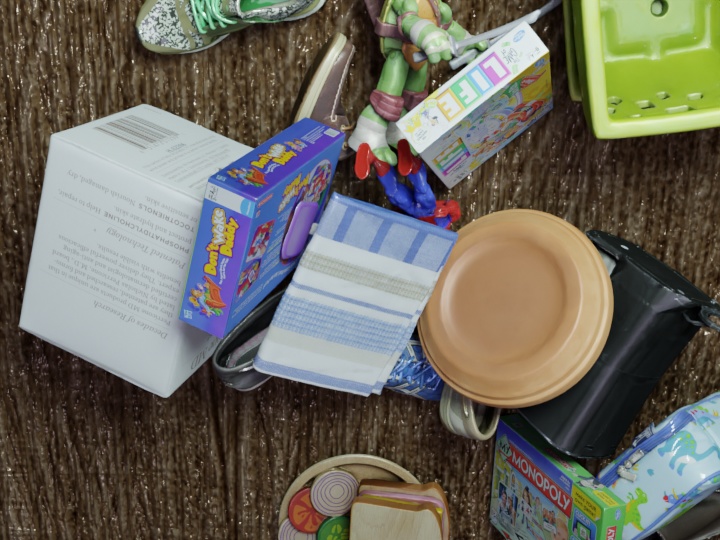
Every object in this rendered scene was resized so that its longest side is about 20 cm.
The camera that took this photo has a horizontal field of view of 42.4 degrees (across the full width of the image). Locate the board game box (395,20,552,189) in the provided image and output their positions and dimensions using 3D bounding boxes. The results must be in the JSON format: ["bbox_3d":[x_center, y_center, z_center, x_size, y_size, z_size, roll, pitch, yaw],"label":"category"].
[{"bbox_3d":[0.112,-0.143,0.851,0.134,0.200,0.034,-38,80,9],"label":"board game box"}]

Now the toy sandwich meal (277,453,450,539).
[{"bbox_3d":[0.003,0.305,1.064,0.203,0.070,0.207,0,107,1],"label":"toy sandwich meal"}]

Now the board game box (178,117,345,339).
[{"bbox_3d":[-0.084,-0.045,0.828,0.045,0.200,0.135,23,118,10],"label":"board game box"}]

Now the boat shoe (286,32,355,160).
[{"bbox_3d":[-0.037,-0.136,0.931,0.072,0.072,0.201,18,111,-12],"label":"boat shoe"}]

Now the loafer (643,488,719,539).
[{"bbox_3d":[0.345,0.294,1.052,0.199,0.071,0.073,-20,106,8],"label":"loafer"}]

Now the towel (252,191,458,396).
[{"bbox_3d":[-0.005,0.029,0.889,0.146,0.024,0.201,15,114,-26],"label":"towel"}]

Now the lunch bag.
[{"bbox_3d":[0.335,0.197,0.951,0.083,0.199,0.161,55,136,25],"label":"lunch bag"}]

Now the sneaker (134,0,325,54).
[{"bbox_3d":[-0.127,-0.257,0.881,0.199,0.089,0.077,-17,107,7],"label":"sneaker"}]

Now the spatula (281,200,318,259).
[{"bbox_3d":[-0.023,-0.035,0.904,0.020,0.200,0.057,27,101,27],"label":"spatula"}]

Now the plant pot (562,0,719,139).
[{"bbox_3d":[0.279,-0.239,0.829,0.197,0.182,0.201,-7,107,3],"label":"plant pot"}]

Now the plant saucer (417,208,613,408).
[{"bbox_3d":[0.143,0.032,0.906,0.199,0.037,0.202,-8,70,24],"label":"plant saucer"}]

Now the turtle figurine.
[{"bbox_3d":[0.079,-0.188,0.867,0.199,0.144,0.195,16,117,-12],"label":"turtle figurine"}]

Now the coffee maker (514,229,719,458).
[{"bbox_3d":[0.252,0.088,0.928,0.134,0.192,0.201,20,110,-22],"label":"coffee maker"}]

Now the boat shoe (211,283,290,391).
[{"bbox_3d":[-0.065,0.047,0.939,0.200,0.057,0.067,-40,65,-3],"label":"boat shoe"}]

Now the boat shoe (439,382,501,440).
[{"bbox_3d":[0.132,0.075,0.963,0.072,0.065,0.202,14,85,-24],"label":"boat shoe"}]

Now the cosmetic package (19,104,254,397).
[{"bbox_3d":[-0.197,-0.027,0.888,0.165,0.167,0.201,23,115,9],"label":"cosmetic package"}]

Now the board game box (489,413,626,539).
[{"bbox_3d":[0.201,0.256,0.980,0.029,0.200,0.136,-6,109,-21],"label":"board game box"}]

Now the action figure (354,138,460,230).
[{"bbox_3d":[0.054,-0.065,0.900,0.065,0.200,0.052,-8,72,20],"label":"action figure"}]

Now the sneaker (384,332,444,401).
[{"bbox_3d":[0.040,0.103,0.997,0.199,0.077,0.076,17,106,-6],"label":"sneaker"}]
